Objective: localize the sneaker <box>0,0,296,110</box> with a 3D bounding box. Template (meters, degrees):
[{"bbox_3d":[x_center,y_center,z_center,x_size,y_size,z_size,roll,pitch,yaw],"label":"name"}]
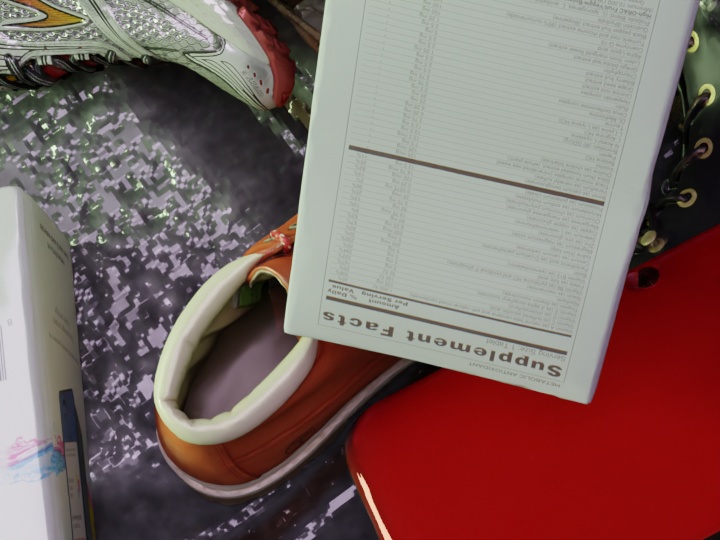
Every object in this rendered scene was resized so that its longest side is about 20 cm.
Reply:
[{"bbox_3d":[-0.117,-0.099,0.957,0.199,0.078,0.083,20,87,17],"label":"sneaker"}]

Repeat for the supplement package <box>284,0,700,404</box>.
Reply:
[{"bbox_3d":[0.047,-0.073,0.789,0.113,0.201,0.110,14,44,4],"label":"supplement package"}]

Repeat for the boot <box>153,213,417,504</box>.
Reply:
[{"bbox_3d":[0.000,0.000,0.904,0.075,0.107,0.200,40,82,14],"label":"boot"}]

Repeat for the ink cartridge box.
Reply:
[{"bbox_3d":[-0.176,0.084,0.910,0.144,0.088,0.201,-8,76,3],"label":"ink cartridge box"}]

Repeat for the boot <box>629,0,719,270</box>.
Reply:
[{"bbox_3d":[0.128,-0.044,0.921,0.200,0.073,0.151,38,83,6],"label":"boot"}]

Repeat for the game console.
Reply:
[{"bbox_3d":[0.123,0.102,0.866,0.199,0.119,0.173,-27,119,4],"label":"game console"}]

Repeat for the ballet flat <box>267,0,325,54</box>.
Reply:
[{"bbox_3d":[-0.038,-0.147,0.958,0.200,0.065,0.071,39,85,12],"label":"ballet flat"}]
